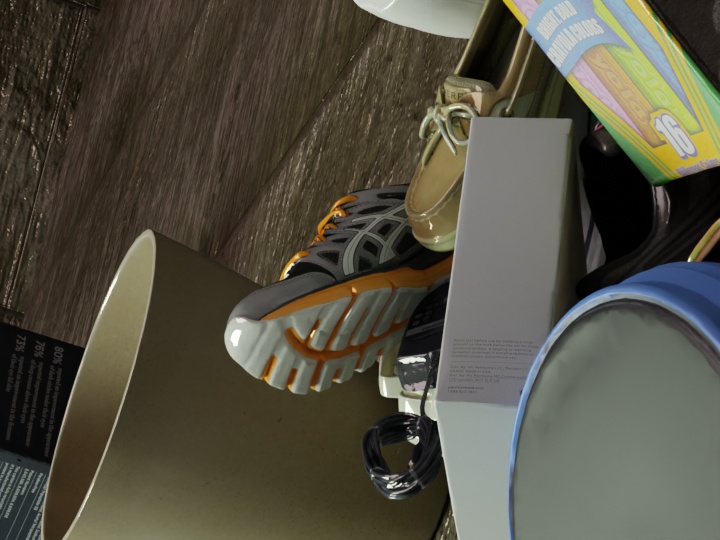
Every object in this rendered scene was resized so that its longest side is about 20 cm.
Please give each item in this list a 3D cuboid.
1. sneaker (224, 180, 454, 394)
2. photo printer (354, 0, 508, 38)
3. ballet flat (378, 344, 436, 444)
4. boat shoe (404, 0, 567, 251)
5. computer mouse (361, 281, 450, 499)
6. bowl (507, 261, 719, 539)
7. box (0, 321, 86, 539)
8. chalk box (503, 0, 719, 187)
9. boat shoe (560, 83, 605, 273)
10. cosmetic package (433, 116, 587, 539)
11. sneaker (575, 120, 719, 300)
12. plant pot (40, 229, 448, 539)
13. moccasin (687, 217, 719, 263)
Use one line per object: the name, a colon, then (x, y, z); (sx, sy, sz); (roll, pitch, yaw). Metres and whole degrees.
sneaker: (0.000, 0.000, 1.386); (0.199, 0.077, 0.078); (-22, -26, -42)
photo printer: (0.069, -0.221, 1.385); (0.069, 0.166, 0.201); (20, 110, 47)
ballet flat: (0.048, 0.065, 1.397); (0.200, 0.075, 0.068); (-124, 41, -72)
boat shoe: (0.071, -0.106, 1.338); (0.201, 0.063, 0.073); (-59, 27, -1)
computer mouse: (0.040, 0.059, 1.287); (0.058, 0.034, 0.200); (-17, 22, 22)
bowl: (0.117, 0.098, 0.988); (0.200, 0.039, 0.202); (13, 104, 61)
box: (-0.228, 0.146, 2.116); (0.148, 0.199, 0.105); (-87, 20, -51)
chalk box: (0.119, -0.153, 1.075); (0.124, 0.200, 0.124); (-40, 6, -15)
boat shoe: (0.092, -0.036, 1.375); (0.074, 0.066, 0.201); (122, 161, -45)
cosmetic package: (0.073, 0.052, 1.191); (0.200, 0.051, 0.151); (79, -162, -52)
sneaker: (0.141, -0.060, 1.170); (0.077, 0.083, 0.201); (133, 154, -58)
plant pot: (-0.055, 0.096, 1.499); (0.187, 0.199, 0.188); (-162, 90, -76)
moccasin: (0.146, 0.032, 1.048); (0.202, 0.074, 0.078); (-56, -15, 26)
